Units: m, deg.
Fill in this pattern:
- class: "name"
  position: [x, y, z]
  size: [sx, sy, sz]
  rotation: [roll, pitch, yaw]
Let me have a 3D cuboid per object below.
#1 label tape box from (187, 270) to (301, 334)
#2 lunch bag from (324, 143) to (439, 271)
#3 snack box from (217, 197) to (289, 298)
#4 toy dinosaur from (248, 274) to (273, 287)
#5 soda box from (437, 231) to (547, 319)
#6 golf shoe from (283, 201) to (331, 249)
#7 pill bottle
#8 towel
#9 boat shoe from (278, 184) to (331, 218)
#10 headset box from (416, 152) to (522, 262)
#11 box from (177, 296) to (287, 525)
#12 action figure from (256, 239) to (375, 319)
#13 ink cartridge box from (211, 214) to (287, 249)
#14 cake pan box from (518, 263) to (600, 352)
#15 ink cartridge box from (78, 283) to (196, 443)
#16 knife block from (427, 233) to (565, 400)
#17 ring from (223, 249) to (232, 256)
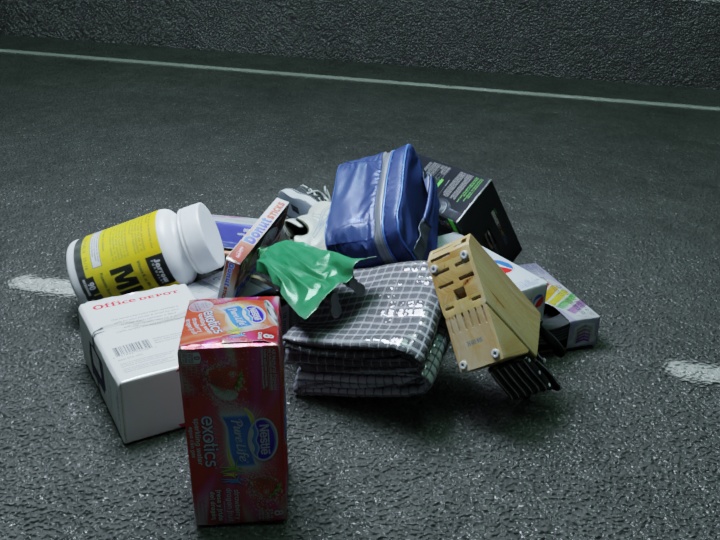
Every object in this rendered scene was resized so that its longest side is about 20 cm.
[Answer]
- class: "label tape box"
  position: [-0.146, 0.047, 1.153]
  size: [0.143, 0.064, 0.199]
  rotation: [23, 32, 36]
- class: "lunch bag"
  position: [0.044, -0.074, 1.119]
  size: [0.130, 0.136, 0.202]
  rotation: [-11, 48, 24]
- class: "snack box"
  position: [-0.148, -0.030, 1.136]
  size: [0.024, 0.073, 0.201]
  rotation: [21, 32, 4]
- class: "toy dinosaur"
  position: [-0.058, 0.007, 1.142]
  size: [0.087, 0.048, 0.199]
  rotation: [11, 15, 36]
- class: "soda box"
  position: [0.166, 0.015, 1.127]
  size: [0.063, 0.069, 0.199]
  rotation: [-14, 29, -28]
- class: "golf shoe"
  position: [-0.079, -0.072, 1.308]
  size: [0.096, 0.079, 0.201]
  rotation: [26, 20, -20]
- class: "pill bottle"
  position: [-0.301, -0.019, 1.148]
  size: [0.197, 0.116, 0.115]
  rotation: [-19, 24, 6]
- class: "towel"
  position: [0.013, 0.066, 0.998]
  size: [0.197, 0.086, 0.167]
  rotation: [-2, 39, 26]
- class: "boat shoe"
  position: [-0.083, -0.115, 1.497]
  size: [0.067, 0.075, 0.199]
  rotation: [-25, 24, -20]
- class: "headset box"
  position: [0.149, -0.080, 1.305]
  size: [0.199, 0.175, 0.093]
  rotation: [28, 71, 42]
- class: "box"
  position: [-0.120, 0.137, 0.795]
  size: [0.094, 0.203, 0.100]
  rotation: [-2, 24, -4]
- class: "action figure"
  position: [-0.076, 0.002, 1.027]
  size: [0.118, 0.055, 0.199]
  rotation: [-36, 35, -23]
- class: "ink cartridge box"
  position: [-0.221, -0.067, 1.351]
  size: [0.193, 0.044, 0.200]
  rotation: [6, 6, 7]
- class: "cake pan box"
  position: [0.222, 0.057, 1.181]
  size: [0.181, 0.053, 0.200]
  rotation: [-7, 26, -14]
- class: "ink cartridge box"
  position: [-0.249, 0.105, 0.992]
  size: [0.143, 0.086, 0.200]
  rotation: [-12, 29, -28]
- class: "knife block"
  position: [0.176, 0.060, 0.988]
  size: [0.063, 0.203, 0.174]
  rotation: [-24, -12, 36]
- class: "ring"
  position: [-0.191, -0.025, 1.285]
  size: [0.197, 0.020, 0.200]
  rotation: [6, 5, -1]
